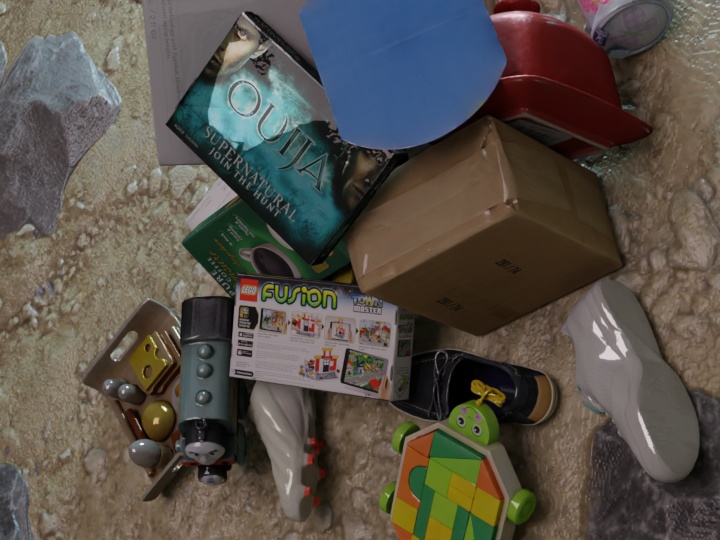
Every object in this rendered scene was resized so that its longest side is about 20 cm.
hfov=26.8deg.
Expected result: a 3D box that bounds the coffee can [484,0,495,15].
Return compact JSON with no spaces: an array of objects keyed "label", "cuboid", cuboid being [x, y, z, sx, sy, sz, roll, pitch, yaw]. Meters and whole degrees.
[{"label":"coffee can","cuboid":[0.022,-0.249,1.574,0.199,0.146,0.147,2,78,40]}]

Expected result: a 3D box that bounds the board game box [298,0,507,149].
[{"label":"board game box","cuboid":[0.041,-0.195,1.329,0.157,0.039,0.201,-23,69,9]}]

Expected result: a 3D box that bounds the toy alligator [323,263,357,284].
[{"label":"toy alligator","cuboid":[0.000,0.000,1.577,0.200,0.059,0.054,-40,55,25]}]

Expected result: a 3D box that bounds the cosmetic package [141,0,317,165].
[{"label":"cosmetic package","cuboid":[-0.094,-0.210,1.460,0.199,0.123,0.200,-1,105,14]}]

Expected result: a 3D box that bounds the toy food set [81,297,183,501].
[{"label":"toy food set","cuboid":[-0.244,0.147,1.742,0.144,0.060,0.200,-50,52,18]}]

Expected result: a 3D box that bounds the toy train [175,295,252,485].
[{"label":"toy train","cuboid":[-0.159,0.123,1.609,0.085,0.114,0.201,-2,61,5]}]

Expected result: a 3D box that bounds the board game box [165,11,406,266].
[{"label":"board game box","cuboid":[-0.071,-0.121,1.375,0.200,0.028,0.135,43,111,15]}]

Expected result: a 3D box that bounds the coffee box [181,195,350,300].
[{"label":"coffee box","cuboid":[-0.088,-0.033,1.570,0.200,0.123,0.044,-33,15,46]}]

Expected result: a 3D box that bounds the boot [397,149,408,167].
[{"label":"boot","cuboid":[-0.048,-0.142,1.567,0.199,0.165,0.066,24,63,27]}]

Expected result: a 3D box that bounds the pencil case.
[{"label":"pencil case","cuboid":[0.230,-0.300,1.455,0.091,0.083,0.201,100,156,-60]}]

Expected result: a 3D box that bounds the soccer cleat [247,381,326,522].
[{"label":"soccer cleat","cuboid":[-0.080,0.169,1.585,0.077,0.069,0.201,-7,64,11]}]

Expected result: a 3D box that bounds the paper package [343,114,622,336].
[{"label":"paper package","cuboid":[0.111,-0.036,1.398,0.190,0.200,0.104,-28,61,31]}]

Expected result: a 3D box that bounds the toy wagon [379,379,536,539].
[{"label":"toy wagon","cuboid":[0.091,0.198,1.412,0.155,0.039,0.201,27,119,35]}]

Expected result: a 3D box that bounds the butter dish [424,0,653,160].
[{"label":"butter dish","cuboid":[0.144,-0.184,1.405,0.199,0.200,0.149,-11,71,44]}]

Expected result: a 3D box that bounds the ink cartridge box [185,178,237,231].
[{"label":"ink cartridge box","cuboid":[-0.085,-0.043,1.686,0.200,0.050,0.161,48,110,19]}]

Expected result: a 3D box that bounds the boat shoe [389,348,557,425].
[{"label":"boat shoe","cuboid":[0.095,0.112,1.462,0.199,0.062,0.075,4,82,43]}]

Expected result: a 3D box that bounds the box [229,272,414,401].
[{"label":"box","cuboid":[-0.040,0.065,1.517,0.199,0.035,0.111,6,92,33]}]

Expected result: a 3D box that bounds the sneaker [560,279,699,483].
[{"label":"sneaker","cuboid":[0.234,0.111,1.348,0.089,0.075,0.201,-46,46,37]}]
